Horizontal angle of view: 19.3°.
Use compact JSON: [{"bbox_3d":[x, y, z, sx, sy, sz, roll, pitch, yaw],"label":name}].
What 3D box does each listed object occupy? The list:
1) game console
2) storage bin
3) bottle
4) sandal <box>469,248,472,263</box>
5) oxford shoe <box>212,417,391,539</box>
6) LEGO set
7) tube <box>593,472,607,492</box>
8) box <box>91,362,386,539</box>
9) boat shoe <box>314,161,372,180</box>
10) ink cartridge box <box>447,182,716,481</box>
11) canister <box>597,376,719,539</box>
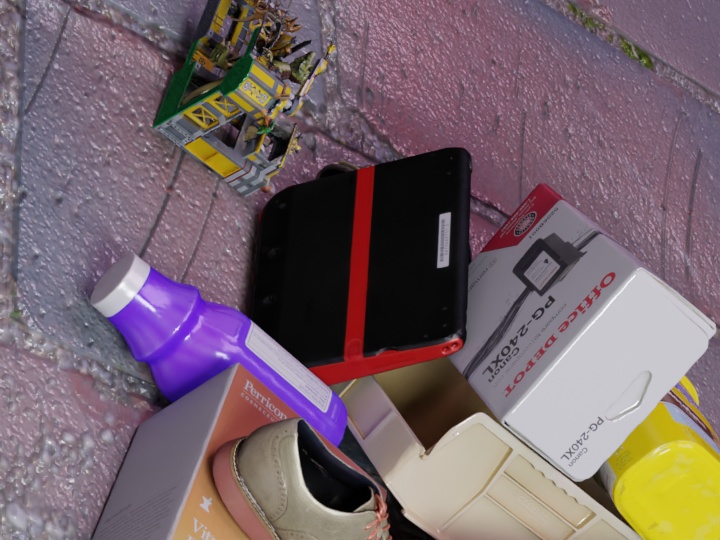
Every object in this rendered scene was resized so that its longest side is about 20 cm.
[{"bbox_3d":[0.000,0.000,1.590,0.031,0.177,0.200,60,25,-45],"label":"game console"},{"bbox_3d":[0.082,0.138,1.563,0.199,0.094,0.200,39,6,-28],"label":"storage bin"},{"bbox_3d":[-0.102,0.067,1.491,0.200,0.084,0.065,41,39,-20],"label":"bottle"},{"bbox_3d":[0.067,0.005,1.770,0.075,0.048,0.201,36,41,-27],"label":"sandal"},{"bbox_3d":[-0.007,0.177,1.341,0.200,0.075,0.070,48,33,-18],"label":"oxford shoe"},{"bbox_3d":[-0.063,-0.153,1.654,0.116,0.154,0.200,37,43,-26],"label":"LEGO set"},{"bbox_3d":[0.204,0.158,1.706,0.058,0.052,0.200,7,50,5],"label":"tube"},{"bbox_3d":[-0.087,0.191,1.392,0.152,0.106,0.200,42,38,-20],"label":"box"},{"bbox_3d":[0.016,-0.026,1.675,0.060,0.072,0.202,13,24,-25],"label":"boat shoe"},{"bbox_3d":[0.143,0.040,1.504,0.083,0.145,0.200,39,5,-24],"label":"ink cartridge box"},{"bbox_3d":[0.216,0.126,1.572,0.149,0.087,0.200,45,11,-30],"label":"canister"}]
